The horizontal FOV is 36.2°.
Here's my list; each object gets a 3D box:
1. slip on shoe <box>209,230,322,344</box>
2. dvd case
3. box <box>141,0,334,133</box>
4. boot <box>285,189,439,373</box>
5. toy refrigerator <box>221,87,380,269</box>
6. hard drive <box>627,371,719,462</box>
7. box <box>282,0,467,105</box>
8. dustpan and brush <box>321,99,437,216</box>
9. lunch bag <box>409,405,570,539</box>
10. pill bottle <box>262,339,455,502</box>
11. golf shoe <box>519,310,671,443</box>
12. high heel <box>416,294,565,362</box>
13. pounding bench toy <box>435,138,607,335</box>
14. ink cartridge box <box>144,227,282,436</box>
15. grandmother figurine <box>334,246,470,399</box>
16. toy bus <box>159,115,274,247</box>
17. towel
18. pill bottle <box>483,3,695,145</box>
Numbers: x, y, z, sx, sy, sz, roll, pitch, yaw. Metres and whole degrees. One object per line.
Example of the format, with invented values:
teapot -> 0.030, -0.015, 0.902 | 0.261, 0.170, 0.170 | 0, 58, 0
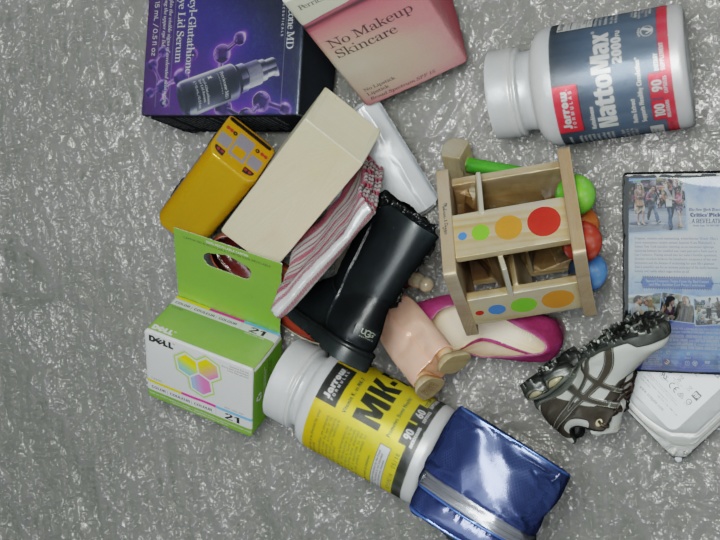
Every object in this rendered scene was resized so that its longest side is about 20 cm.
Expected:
slip on shoe -> -0.098, 0.020, 1.275 | 0.199, 0.061, 0.075 | 38, 105, 11
dvd case -> 0.333, 0.002, 1.100 | 0.140, 0.018, 0.204 | 1, 97, 20
box -> -0.133, -0.236, 1.229 | 0.196, 0.104, 0.151 | 1, 87, 20
boot -> 0.000, 0.000, 1.147 | 0.076, 0.200, 0.170 | 28, 91, -24
toy refrigerator -> -0.065, -0.096, 1.176 | 0.075, 0.070, 0.200 | 35, 133, -8
hard drive -> 0.349, 0.079, 1.132 | 0.140, 0.038, 0.200 | 46, 107, 10
box -> 0.011, -0.281, 1.117 | 0.126, 0.200, 0.111 | -21, 61, 18
dustpan and brush -> -0.024, -0.086, 1.248 | 0.198, 0.057, 0.141 | -32, 95, 13
lunch bag -> 0.131, 0.234, 1.147 | 0.135, 0.200, 0.134 | 30, 86, 16
pill bottle -> -0.003, 0.163, 1.226 | 0.197, 0.114, 0.116 | 25, 103, 15
golf shoe -> 0.252, 0.109, 1.104 | 0.095, 0.077, 0.200 | 58, 143, 8
high heel -> 0.120, 0.068, 1.182 | 0.196, 0.096, 0.069 | 8, 99, 19
pounding bench toy -> 0.165, -0.061, 1.130 | 0.153, 0.125, 0.203 | -10, 57, 12
ink cartridge box -> -0.169, 0.070, 1.255 | 0.146, 0.076, 0.203 | 18, 129, 17
grandmother figurine -> 0.031, 0.046, 1.207 | 0.121, 0.061, 0.201 | -39, 59, 6
toy bus -> -0.167, -0.091, 1.232 | 0.065, 0.079, 0.200 | 36, 141, -11
towel -> -0.034, -0.040, 1.124 | 0.030, 0.200, 0.147 | 38, 106, -9
pill bottle -> 0.229, -0.190, 1.105 | 0.196, 0.119, 0.122 | -7, 93, 21
